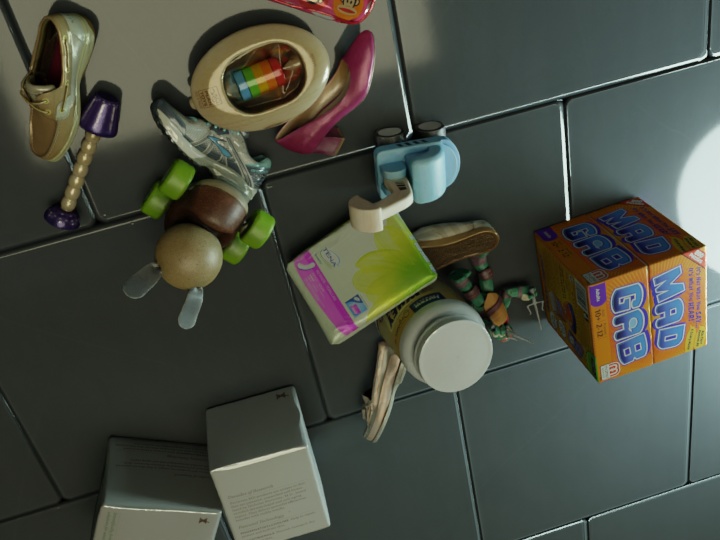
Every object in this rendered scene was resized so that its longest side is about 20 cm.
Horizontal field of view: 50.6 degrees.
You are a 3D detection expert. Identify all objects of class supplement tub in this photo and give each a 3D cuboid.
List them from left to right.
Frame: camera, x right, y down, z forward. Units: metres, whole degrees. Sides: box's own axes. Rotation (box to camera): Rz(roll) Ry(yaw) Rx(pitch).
[{"bbox_3d":[0.117,0.097,1.239,0.144,0.200,0.145,-6,111,-16],"label":"supplement tub"}]

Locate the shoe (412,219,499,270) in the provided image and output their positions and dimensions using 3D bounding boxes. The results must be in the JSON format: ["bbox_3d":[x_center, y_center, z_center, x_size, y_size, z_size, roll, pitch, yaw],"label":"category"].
[{"bbox_3d":[0.127,-0.041,1.265,0.200,0.053,0.070,-13,135,-1],"label":"shoe"}]

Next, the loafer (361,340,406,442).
[{"bbox_3d":[0.033,0.215,1.379,0.063,0.072,0.200,18,107,-5],"label":"loafer"}]

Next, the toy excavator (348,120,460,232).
[{"bbox_3d":[0.064,-0.131,1.107,0.194,0.200,0.100,-11,120,-8],"label":"toy excavator"}]

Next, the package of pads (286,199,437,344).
[{"bbox_3d":[0.000,0.000,1.203,0.200,0.068,0.155,-33,80,6],"label":"package of pads"}]

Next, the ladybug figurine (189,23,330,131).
[{"bbox_3d":[-0.142,-0.267,1.050,0.200,0.072,0.136,-19,115,-6],"label":"ladybug figurine"}]

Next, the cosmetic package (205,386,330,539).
[{"bbox_3d":[-0.163,0.345,1.334,0.166,0.167,0.200,-15,120,-6],"label":"cosmetic package"}]

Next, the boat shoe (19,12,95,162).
[{"bbox_3d":[-0.407,-0.238,0.992,0.074,0.066,0.200,23,108,19],"label":"boat shoe"}]

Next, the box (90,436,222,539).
[{"bbox_3d":[-0.359,0.427,1.326,0.200,0.171,0.199,10,115,-19],"label":"box"}]

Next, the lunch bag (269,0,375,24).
[{"bbox_3d":[-0.061,-0.428,0.985,0.200,0.082,0.176,11,111,-21],"label":"lunch bag"}]

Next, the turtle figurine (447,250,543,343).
[{"bbox_3d":[0.232,0.062,1.308,0.101,0.150,0.200,-18,116,39],"label":"turtle figurine"}]

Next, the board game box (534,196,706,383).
[{"bbox_3d":[0.438,0.028,1.292,0.200,0.200,0.200,-19,121,-4],"label":"board game box"}]

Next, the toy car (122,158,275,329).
[{"bbox_3d":[-0.244,-0.022,1.070,0.164,0.200,0.158,32,149,-21],"label":"toy car"}]

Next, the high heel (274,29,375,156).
[{"bbox_3d":[-0.050,-0.255,1.088,0.096,0.067,0.200,6,130,-29],"label":"high heel"}]

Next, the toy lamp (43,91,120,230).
[{"bbox_3d":[-0.387,-0.154,1.066,0.058,0.058,0.200,20,115,-23],"label":"toy lamp"}]

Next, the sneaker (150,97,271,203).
[{"bbox_3d":[-0.211,-0.187,1.091,0.086,0.078,0.200,-48,126,0],"label":"sneaker"}]
